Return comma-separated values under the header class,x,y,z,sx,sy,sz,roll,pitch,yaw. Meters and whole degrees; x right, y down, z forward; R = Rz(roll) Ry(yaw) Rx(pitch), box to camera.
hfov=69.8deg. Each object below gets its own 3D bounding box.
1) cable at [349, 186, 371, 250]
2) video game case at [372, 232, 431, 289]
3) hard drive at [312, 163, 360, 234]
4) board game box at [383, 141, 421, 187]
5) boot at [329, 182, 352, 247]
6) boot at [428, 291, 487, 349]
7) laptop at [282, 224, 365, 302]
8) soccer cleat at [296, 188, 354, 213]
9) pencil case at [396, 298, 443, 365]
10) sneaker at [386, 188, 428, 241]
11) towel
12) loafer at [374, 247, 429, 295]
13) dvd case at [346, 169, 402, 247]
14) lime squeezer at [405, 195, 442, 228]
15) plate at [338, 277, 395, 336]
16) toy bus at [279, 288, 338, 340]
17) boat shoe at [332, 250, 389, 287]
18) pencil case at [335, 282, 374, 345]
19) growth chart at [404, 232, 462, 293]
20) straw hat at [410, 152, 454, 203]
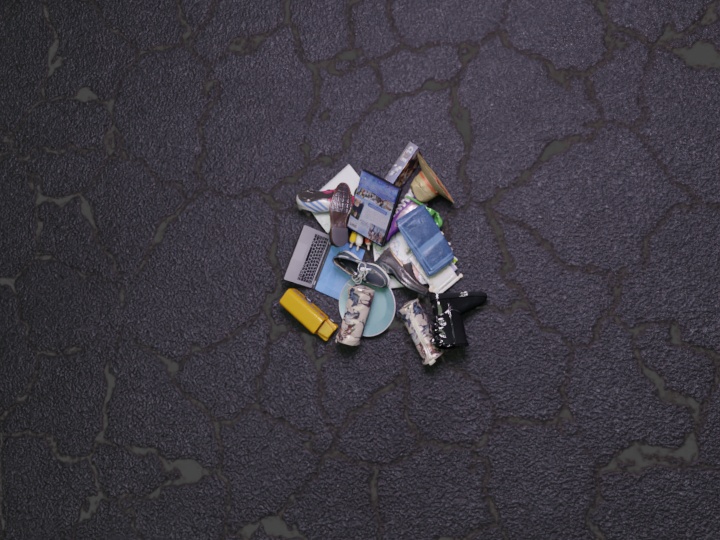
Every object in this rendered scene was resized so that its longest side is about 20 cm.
class,x,y,z,sx,sy,sz,roll,pitch,yaw
cable,0.013,-0.164,1.654,0.095,0.050,0.204,8,107,20
video game case,0.132,-0.048,1.672,0.179,0.024,0.204,-8,86,13
hard drive,-0.072,-0.239,1.729,0.199,0.026,0.132,-40,79,7
board game box,0.120,-0.297,1.631,0.034,0.135,0.201,36,96,12
boot,-0.074,-0.172,1.636,0.073,0.097,0.204,7,84,-16
boot,0.299,0.151,1.563,0.195,0.073,0.165,-2,74,-11
laptop,-0.117,-0.021,1.685,0.115,0.198,0.190,23,92,46
soccer cleat,-0.113,-0.224,1.696,0.196,0.087,0.071,5,60,-8
pencil case,0.187,0.192,1.605,0.077,0.089,0.202,-29,82,25
sneaker,0.144,-0.166,1.634,0.088,0.081,0.201,37,80,7
towel,0.200,-0.093,1.578,0.111,0.049,0.201,-34,101,-2
loafer,0.138,0.005,1.619,0.199,0.073,0.073,36,95,12
dvd case,0.040,-0.189,1.581,0.141,0.017,0.202,30,123,20
lime squeezer,0.214,-0.161,1.612,0.070,0.038,0.202,-30,103,3
plate,0.023,0.111,1.677,0.197,0.026,0.204,1,93,22
toy bus,-0.169,0.146,1.703,0.199,0.078,0.065,40,96,12
boat shoe,0.000,0.000,1.627,0.199,0.062,0.076,34,122,18
pencil case,-0.021,0.144,1.639,0.088,0.078,0.203,17,98,10
growth chart,0.236,-0.029,1.631,0.144,0.018,0.202,-32,87,-4
straw hat,0.200,-0.256,1.582,0.085,0.201,0.203,-35,80,16
